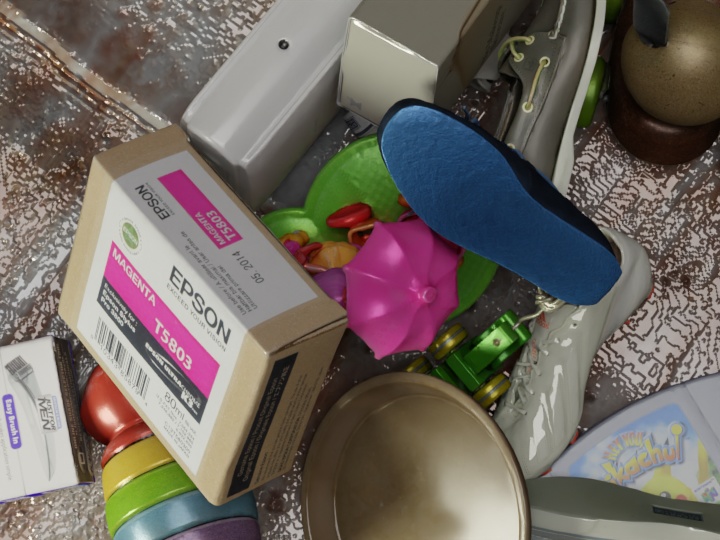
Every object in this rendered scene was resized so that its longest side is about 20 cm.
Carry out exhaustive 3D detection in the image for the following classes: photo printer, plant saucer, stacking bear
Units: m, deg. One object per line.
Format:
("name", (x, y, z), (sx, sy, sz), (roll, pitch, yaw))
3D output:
("photo printer", (-0.042, -0.144, 1.508), (0.069, 0.166, 0.200), (38, 79, 6))
("plant saucer", (0.041, 0.171, 1.497), (0.199, 0.029, 0.202), (3, 94, 38))
("stacking bear", (-0.139, 0.149, 1.513), (0.113, 0.121, 0.201), (-32, 69, 27))

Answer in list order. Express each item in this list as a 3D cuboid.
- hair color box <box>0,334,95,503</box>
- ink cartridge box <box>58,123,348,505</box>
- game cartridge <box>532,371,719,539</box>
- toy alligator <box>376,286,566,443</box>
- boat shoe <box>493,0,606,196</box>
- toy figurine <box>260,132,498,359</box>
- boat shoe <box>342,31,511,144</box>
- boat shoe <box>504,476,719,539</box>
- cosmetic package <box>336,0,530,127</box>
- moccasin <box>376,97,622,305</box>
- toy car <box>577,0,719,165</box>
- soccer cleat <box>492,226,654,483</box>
("hair color box", (-0.301, 0.121, 1.538), (0.198, 0.065, 0.110), (-12, 83, 5))
("ink cartridge box", (-0.112, 0.030, 1.438), (0.075, 0.165, 0.200), (-23, 58, -35))
("game cartridge", (0.214, 0.163, 1.538), (0.199, 0.040, 0.134), (-32, 80, -2))
("toy alligator", (0.087, 0.061, 1.517), (0.059, 0.054, 0.200), (49, 118, 5))
("boat shoe", (0.124, -0.129, 1.474), (0.060, 0.072, 0.203), (12, 90, -10))
("toy figurine", (0.000, 0.000, 1.470), (0.199, 0.184, 0.151), (-14, 103, 8))
("boat shoe", (0.078, -0.159, 1.562), (0.200, 0.072, 0.066), (-45, 98, -8))
("boat shoe", (0.194, 0.196, 1.482), (0.199, 0.070, 0.072), (10, 108, 4))
("cosmetic package", (0.068, -0.192, 1.449), (0.073, 0.104, 0.200), (29, 62, 11))
("moccasin", (0.085, -0.045, 1.411), (0.080, 0.068, 0.200), (-43, 114, 15))
("toy car", (0.232, -0.163, 1.491), (0.163, 0.200, 0.159), (14, 84, 3))
("soccer cleat", (0.140, 0.059, 1.524), (0.069, 0.078, 0.201), (24, 79, 39))
